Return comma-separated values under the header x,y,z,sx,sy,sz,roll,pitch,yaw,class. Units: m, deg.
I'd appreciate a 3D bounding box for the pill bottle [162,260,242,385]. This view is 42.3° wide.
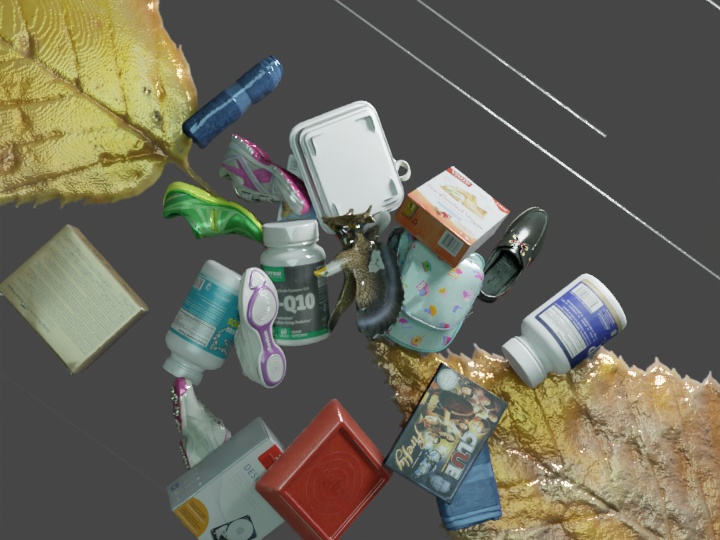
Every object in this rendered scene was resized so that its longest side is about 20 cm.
x,y,z,sx,sy,sz,roll,pitch,yaw,class
-0.261,0.092,1.593,0.110,0.111,0.201,28,86,-2,pill bottle

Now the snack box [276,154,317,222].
x,y,z,sx,sy,sz,roll,pitch,yaw,class
-0.111,-0.100,1.655,0.071,0.024,0.202,11,86,-4,snack box

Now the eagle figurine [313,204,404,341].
x,y,z,sx,sy,sz,roll,pitch,yaw,class
-0.007,0.002,1.541,0.150,0.152,0.202,-14,102,10,eagle figurine

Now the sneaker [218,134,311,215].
x,y,z,sx,sy,sz,roll,pitch,yaw,class
-0.169,-0.149,1.619,0.200,0.081,0.089,39,99,24,sneaker

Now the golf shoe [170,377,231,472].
x,y,z,sx,sy,sz,roll,pitch,yaw,class
-0.270,0.260,1.581,0.091,0.075,0.201,-13,122,-14,golf shoe

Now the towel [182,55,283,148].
x,y,z,sx,sy,sz,roll,pitch,yaw,class
-0.218,-0.289,1.607,0.200,0.112,0.049,-39,97,-5,towel

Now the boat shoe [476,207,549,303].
x,y,z,sx,sy,sz,roll,pitch,yaw,class
0.275,-0.028,1.658,0.073,0.063,0.202,38,84,2,boat shoe

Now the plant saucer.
x,y,z,sx,sy,sz,roll,pitch,yaw,class
-0.048,0.355,1.568,0.200,0.037,0.200,-46,118,-18,plant saucer

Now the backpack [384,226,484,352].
x,y,z,sx,sy,sz,roll,pitch,yaw,class
0.109,0.040,1.598,0.175,0.153,0.201,23,94,-14,backpack

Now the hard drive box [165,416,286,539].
x,y,z,sx,sy,sz,roll,pitch,yaw,class
-0.201,0.373,1.572,0.199,0.077,0.156,-38,116,-5,hard drive box

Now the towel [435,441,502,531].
x,y,z,sx,sy,sz,roll,pitch,yaw,class
0.178,0.349,1.638,0.111,0.049,0.202,-12,88,-3,towel

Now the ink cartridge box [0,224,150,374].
x,y,z,sx,sy,sz,roll,pitch,yaw,class
-0.490,0.050,1.599,0.165,0.075,0.200,-42,91,-3,ink cartridge box

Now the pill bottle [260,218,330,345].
x,y,z,sx,sy,sz,roll,pitch,yaw,class
-0.112,0.018,1.585,0.112,0.113,0.202,-6,101,-4,pill bottle

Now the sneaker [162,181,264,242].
x,y,z,sx,sy,sz,roll,pitch,yaw,class
-0.253,-0.086,1.624,0.199,0.074,0.084,21,84,7,sneaker

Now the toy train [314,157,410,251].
x,y,z,sx,sy,sz,roll,pitch,yaw,class
-0.006,-0.130,1.652,0.150,0.056,0.201,36,79,-19,toy train

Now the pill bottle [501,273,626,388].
x,y,z,sx,sy,sz,roll,pitch,yaw,class
0.351,0.110,1.625,0.199,0.120,0.120,-36,90,-4,pill bottle

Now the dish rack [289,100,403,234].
x,y,z,sx,sy,sz,roll,pitch,yaw,class
-0.015,-0.177,1.595,0.171,0.043,0.202,-24,101,-20,dish rack

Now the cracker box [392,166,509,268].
x,y,z,sx,sy,sz,roll,pitch,yaw,class
0.158,-0.095,1.579,0.134,0.200,0.058,39,122,10,cracker box

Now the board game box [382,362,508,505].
x,y,z,sx,sy,sz,roll,pitch,yaw,class
0.146,0.279,1.598,0.135,0.035,0.201,31,87,-1,board game box

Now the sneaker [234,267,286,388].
x,y,z,sx,sy,sz,roll,pitch,yaw,class
-0.183,0.095,1.542,0.075,0.099,0.202,-15,105,-41,sneaker
